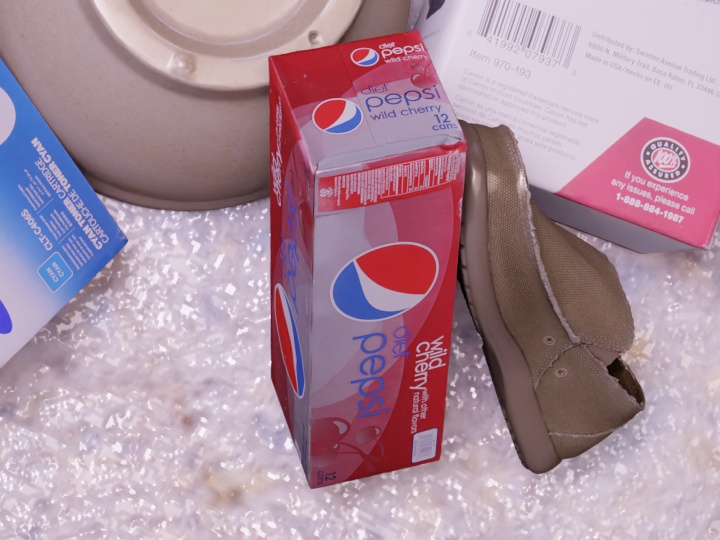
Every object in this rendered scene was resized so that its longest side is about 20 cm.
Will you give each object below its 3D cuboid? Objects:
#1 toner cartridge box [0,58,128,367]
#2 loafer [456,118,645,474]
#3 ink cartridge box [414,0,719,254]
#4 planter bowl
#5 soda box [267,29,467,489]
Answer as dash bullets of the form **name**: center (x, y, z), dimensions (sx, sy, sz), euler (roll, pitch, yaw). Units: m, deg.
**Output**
- **toner cartridge box**: center (-0.188, -0.059, 0.846), dimensions (0.095, 0.043, 0.200), euler (-47, 117, -27)
- **loafer**: center (0.077, 0.006, 0.889), dimensions (0.067, 0.200, 0.076), euler (-20, 48, 0)
- **ink cartridge box**: center (0.110, -0.125, 0.935), dimensions (0.145, 0.083, 0.201), euler (20, 85, -10)
- **planter bowl**: center (-0.066, -0.128, 0.873), dimensions (0.200, 0.135, 0.201), euler (0, 88, -11)
- **soda box**: center (0.000, 0.000, 0.856), dimensions (0.063, 0.200, 0.070), euler (-11, 49, -12)
